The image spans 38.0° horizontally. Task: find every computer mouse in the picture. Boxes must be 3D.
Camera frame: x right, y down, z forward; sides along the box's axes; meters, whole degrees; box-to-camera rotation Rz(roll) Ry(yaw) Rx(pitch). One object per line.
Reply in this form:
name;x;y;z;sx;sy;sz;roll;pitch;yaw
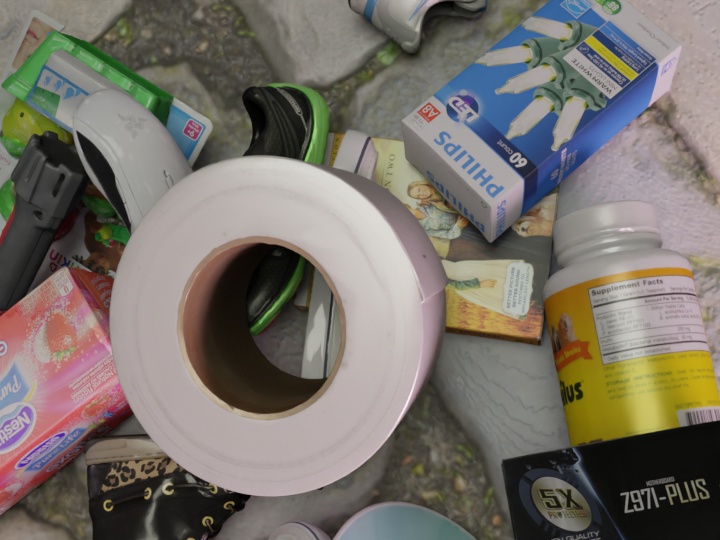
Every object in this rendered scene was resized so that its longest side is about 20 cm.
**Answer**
computer mouse;-0.147;-0.045;0.791;0.110;0.043;0.202;-44;114;-37

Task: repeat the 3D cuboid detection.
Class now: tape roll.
tape roll;-0.047;0.030;0.686;0.198;0.139;0.207;1;93;12

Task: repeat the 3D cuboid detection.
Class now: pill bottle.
pill bottle;0.192;0.058;0.746;0.107;0.109;0.204;-10;75;6

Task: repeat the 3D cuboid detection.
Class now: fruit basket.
fruit basket;-0.243;-0.081;0.854;0.184;0.094;0.202;33;93;7

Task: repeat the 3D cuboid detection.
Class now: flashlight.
flashlight;-0.275;-0.014;0.820;0.067;0.068;0.202;29;110;-5

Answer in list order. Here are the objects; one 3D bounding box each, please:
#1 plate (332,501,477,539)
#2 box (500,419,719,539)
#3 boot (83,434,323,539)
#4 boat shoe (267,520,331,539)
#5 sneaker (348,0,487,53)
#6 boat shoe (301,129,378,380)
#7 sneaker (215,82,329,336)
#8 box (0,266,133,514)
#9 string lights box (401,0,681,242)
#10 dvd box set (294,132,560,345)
plate;0.047;0.253;0.703;0.026;0.199;0.202;-44;72;34
box;0.183;0.194;0.664;0.161;0.202;0.087;-12;46;6
boot;-0.120;0.201;0.781;0.196;0.073;0.154;0;77;11
boat shoe;-0.043;0.253;0.676;0.073;0.065;0.203;-28;50;19
sneaker;0.088;-0.259;0.863;0.200;0.075;0.087;-44;85;3
boat shoe;0.000;0.000;0.778;0.064;0.072;0.204;8;86;6
sneaker;-0.079;-0.048;0.805;0.082;0.077;0.204;13;75;-19
box;-0.253;0.097;0.799;0.199;0.103;0.095;-37;75;6
string lights box;0.137;-0.127;0.801;0.199;0.059;0.103;-40;67;-13
dvd box set;0.054;-0.028;0.828;0.196;0.029;0.149;8;79;10
